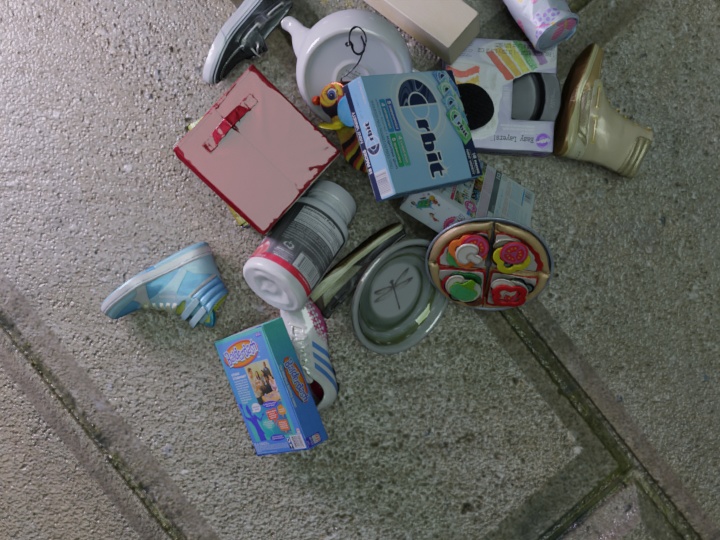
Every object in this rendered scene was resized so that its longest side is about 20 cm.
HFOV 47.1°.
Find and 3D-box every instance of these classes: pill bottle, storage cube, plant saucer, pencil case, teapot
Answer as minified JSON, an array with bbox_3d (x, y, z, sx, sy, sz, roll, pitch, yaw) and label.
[{"bbox_3d":[-0.088,-0.044,1.299,0.110,0.111,0.201,35,61,-3],"label":"pill bottle"},{"bbox_3d":[-0.158,-0.177,1.259,0.180,0.200,0.171,43,86,-8],"label":"storage cube"},{"bbox_3d":[0.059,0.036,1.333,0.199,0.050,0.202,-17,121,-29],"label":"plant saucer"},{"bbox_3d":[0.270,-0.454,1.344,0.083,0.090,0.201,-41,70,33],"label":"pencil case"},{"bbox_3d":[-0.005,-0.331,1.321,0.196,0.147,0.201,-18,122,15],"label":"teapot"}]

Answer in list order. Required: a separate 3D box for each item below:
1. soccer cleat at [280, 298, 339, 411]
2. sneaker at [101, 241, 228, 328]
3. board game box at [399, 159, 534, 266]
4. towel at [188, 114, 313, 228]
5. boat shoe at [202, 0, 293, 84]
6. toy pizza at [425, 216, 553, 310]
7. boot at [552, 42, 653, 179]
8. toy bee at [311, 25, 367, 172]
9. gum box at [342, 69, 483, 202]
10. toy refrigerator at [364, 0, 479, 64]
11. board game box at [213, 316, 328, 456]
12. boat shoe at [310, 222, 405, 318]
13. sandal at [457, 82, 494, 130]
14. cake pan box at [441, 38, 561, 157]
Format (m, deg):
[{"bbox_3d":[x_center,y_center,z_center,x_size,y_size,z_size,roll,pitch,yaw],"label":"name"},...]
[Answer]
[{"bbox_3d":[-0.087,0.131,1.316,0.069,0.086,0.202,-14,100,28],"label":"soccer cleat"},{"bbox_3d":[-0.304,0.055,1.323,0.199,0.080,0.131,-30,90,-3],"label":"sneaker"},{"bbox_3d":[0.174,-0.110,1.319,0.199,0.064,0.148,31,44,-10],"label":"board game box"},{"bbox_3d":[-0.180,-0.183,1.363,0.143,0.023,0.201,-30,91,-3],"label":"towel"},{"bbox_3d":[-0.180,-0.379,1.339,0.071,0.072,0.201,33,85,1],"label":"boat shoe"},{"bbox_3d":[0.198,-0.001,1.279,0.198,0.201,0.032,15,46,-4],"label":"toy pizza"},{"bbox_3d":[0.415,-0.265,1.382,0.154,0.073,0.202,17,78,-10],"label":"boot"},{"bbox_3d":[-0.016,-0.243,1.244,0.108,0.130,0.202,-7,77,40],"label":"toy bee"},{"bbox_3d":[0.081,-0.201,1.208,0.199,0.044,0.172,-15,88,-43],"label":"gum box"},{"bbox_3d":[0.094,-0.427,1.338,0.200,0.070,0.076,40,87,15],"label":"toy refrigerator"},{"bbox_3d":[-0.143,0.186,1.300,0.045,0.152,0.202,-22,92,-41],"label":"board game box"},{"bbox_3d":[0.000,0.000,1.353,0.199,0.073,0.065,-38,97,6],"label":"boat shoe"},{"bbox_3d":[0.122,-0.251,1.318,0.198,0.045,0.076,-16,102,-20],"label":"sandal"},{"bbox_3d":[0.232,-0.288,1.379,0.198,0.052,0.186,4,91,-4],"label":"cake pan box"}]
